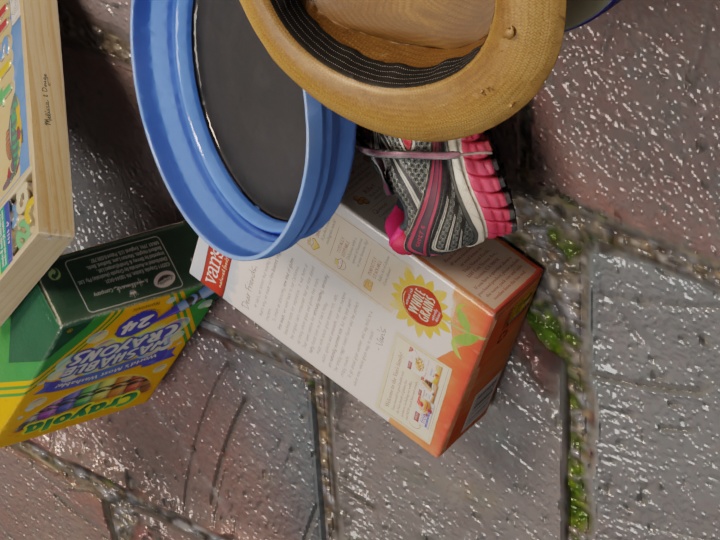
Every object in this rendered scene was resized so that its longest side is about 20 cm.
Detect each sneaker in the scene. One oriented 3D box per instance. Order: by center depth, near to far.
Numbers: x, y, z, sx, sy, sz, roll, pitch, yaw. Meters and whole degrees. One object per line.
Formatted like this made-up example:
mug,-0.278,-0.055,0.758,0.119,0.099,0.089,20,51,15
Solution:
sneaker,0.024,-0.096,1.542,0.075,0.081,0.200,-19,112,6

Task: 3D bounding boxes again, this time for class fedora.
fedora,0.026,-0.159,1.380,0.200,0.082,0.201,20,130,26

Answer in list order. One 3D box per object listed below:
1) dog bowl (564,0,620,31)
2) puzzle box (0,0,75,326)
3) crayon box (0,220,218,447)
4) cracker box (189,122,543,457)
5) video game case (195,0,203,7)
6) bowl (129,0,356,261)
dog bowl,0.079,-0.220,1.407,0.200,0.079,0.200,25,136,27
puzzle box,-0.218,-0.081,1.756,0.133,0.025,0.200,-45,45,52
crayon box,-0.179,0.050,1.839,0.052,0.126,0.200,61,146,18
cracker box,0.000,0.000,1.684,0.200,0.058,0.134,36,138,15
video game case,-0.077,-0.234,1.593,0.182,0.024,0.200,46,141,3
bowl,-0.065,-0.107,1.580,0.201,0.039,0.201,31,127,51
